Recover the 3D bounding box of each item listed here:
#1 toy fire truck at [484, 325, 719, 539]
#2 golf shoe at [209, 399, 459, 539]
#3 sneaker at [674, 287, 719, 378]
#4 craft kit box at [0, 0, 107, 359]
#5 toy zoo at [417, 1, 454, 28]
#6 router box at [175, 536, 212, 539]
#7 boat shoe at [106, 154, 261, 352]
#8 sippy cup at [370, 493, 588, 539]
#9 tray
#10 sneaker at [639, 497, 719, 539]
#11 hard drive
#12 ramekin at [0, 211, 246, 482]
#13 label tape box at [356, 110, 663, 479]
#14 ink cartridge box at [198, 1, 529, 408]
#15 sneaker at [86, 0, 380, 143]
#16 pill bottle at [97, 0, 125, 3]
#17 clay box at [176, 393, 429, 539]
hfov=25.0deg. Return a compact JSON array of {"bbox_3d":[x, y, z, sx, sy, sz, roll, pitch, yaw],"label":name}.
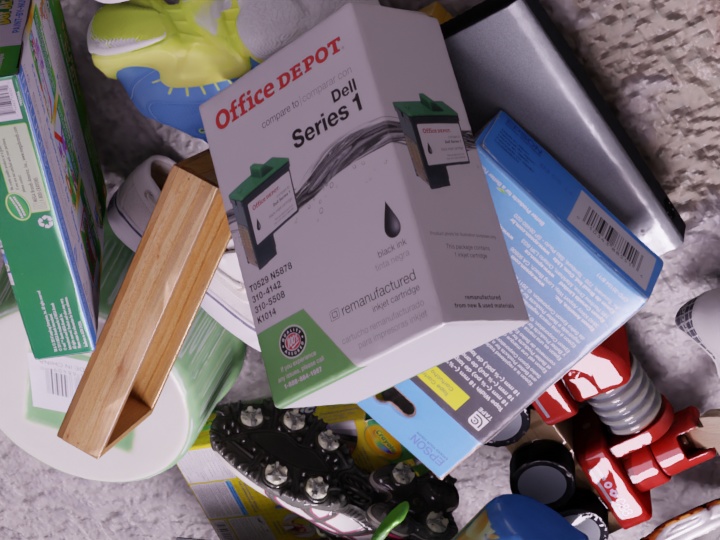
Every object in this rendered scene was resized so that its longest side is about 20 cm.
[{"bbox_3d":[0.189,0.096,1.124,0.199,0.129,0.176,-27,115,19],"label":"toy fire truck"},{"bbox_3d":[-0.027,0.167,1.201,0.199,0.077,0.088,25,138,-6],"label":"golf shoe"},{"bbox_3d":[0.302,0.076,1.109,0.200,0.077,0.080,44,147,-21],"label":"sneaker"},{"bbox_3d":[-0.206,-0.081,1.043,0.048,0.198,0.201,-7,123,2],"label":"craft kit box"},{"bbox_3d":[0.052,-0.090,1.077,0.200,0.021,0.131,43,126,-17],"label":"toy zoo"},{"bbox_3d":[-0.025,0.252,1.265,0.199,0.053,0.157,-1,162,33],"label":"router box"},{"bbox_3d":[-0.083,-0.010,1.151,0.200,0.071,0.070,38,130,-5],"label":"boat shoe"},{"bbox_3d":[0.097,0.228,1.103,0.177,0.140,0.131,23,109,-34],"label":"sippy cup"},{"bbox_3d":[-0.131,0.017,1.064,0.037,0.099,0.201,27,107,7],"label":"tray"},{"bbox_3d":[0.233,0.226,1.169,0.199,0.076,0.092,-26,79,2],"label":"sneaker"},{"bbox_3d":[0.099,-0.072,1.042,0.139,0.033,0.200,-24,116,30],"label":"hard drive"},{"bbox_3d":[-0.193,0.064,1.216,0.199,0.098,0.201,8,128,10],"label":"ramekin"},{"bbox_3d":[0.070,0.018,1.037,0.144,0.063,0.200,42,122,-4],"label":"label tape box"},{"bbox_3d":[-0.003,-0.037,0.960,0.146,0.084,0.201,-29,70,38],"label":"ink cartridge box"},{"bbox_3d":[-0.073,-0.138,1.057,0.199,0.076,0.105,1,142,19],"label":"sneaker"},{"bbox_3d":[-0.156,-0.269,0.939,0.119,0.120,0.201,-16,120,26],"label":"pill bottle"},{"bbox_3d":[-0.036,0.154,1.271,0.199,0.048,0.115,-11,123,22],"label":"clay box"}]
